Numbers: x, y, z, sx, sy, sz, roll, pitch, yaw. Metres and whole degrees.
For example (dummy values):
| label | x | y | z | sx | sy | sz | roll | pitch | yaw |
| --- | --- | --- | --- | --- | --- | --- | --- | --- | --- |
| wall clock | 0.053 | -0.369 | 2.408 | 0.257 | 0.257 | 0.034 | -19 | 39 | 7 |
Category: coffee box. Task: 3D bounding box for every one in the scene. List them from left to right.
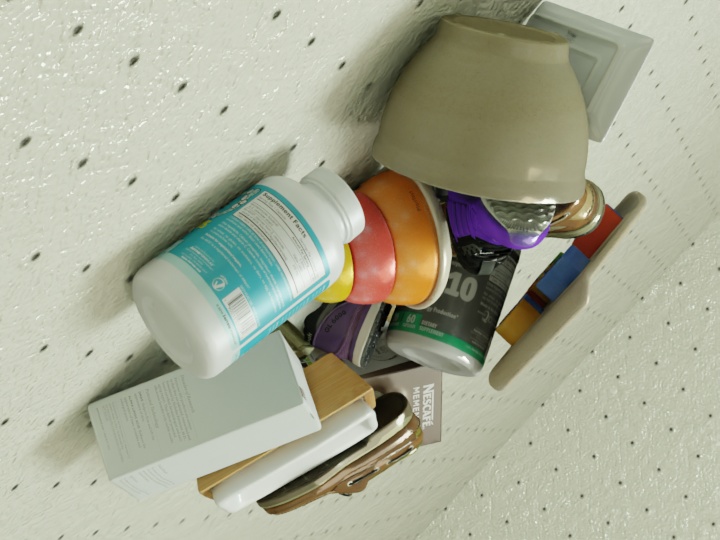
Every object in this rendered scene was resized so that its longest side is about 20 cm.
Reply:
| label | x | y | z | sx | sy | sz | roll | pitch | yaw |
| --- | --- | --- | --- | --- | --- | --- | --- | --- | --- |
| coffee box | -0.012 | 0.147 | 1.750 | 0.198 | 0.080 | 0.116 | -12 | 122 | -17 |

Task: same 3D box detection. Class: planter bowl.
| label | x | y | z | sx | sy | sz | roll | pitch | yaw |
| --- | --- | --- | --- | --- | --- | --- | --- | --- | --- |
| planter bowl | 0.118 | -0.153 | 1.401 | 0.200 | 0.198 | 0.136 | -19 | 123 | -57 |

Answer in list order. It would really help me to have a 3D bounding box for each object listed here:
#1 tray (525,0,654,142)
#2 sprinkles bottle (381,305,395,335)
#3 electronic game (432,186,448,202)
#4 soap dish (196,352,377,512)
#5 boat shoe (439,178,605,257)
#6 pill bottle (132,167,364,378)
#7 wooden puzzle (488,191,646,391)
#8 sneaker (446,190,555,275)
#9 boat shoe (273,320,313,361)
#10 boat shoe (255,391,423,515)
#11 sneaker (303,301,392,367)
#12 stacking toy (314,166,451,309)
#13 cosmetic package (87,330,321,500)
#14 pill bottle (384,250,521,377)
| label | x | y | z | sx | sy | sz | roll | pitch | yaw |
| --- | --- | --- | --- | --- | --- | --- | --- | --- | --- |
| tray | 0.197 | -0.197 | 1.494 | 0.022 | 0.200 | 0.108 | 24 | 97 | -31 |
| sprinkles bottle | -0.016 | 0.078 | 1.800 | 0.200 | 0.068 | 0.068 | -48 | 164 | 8 |
| electronic game | 0.154 | -0.141 | 1.603 | 0.199 | 0.042 | 0.200 | -37 | -163 | 13 |
| soap dish | -0.079 | 0.167 | 1.598 | 0.199 | 0.082 | 0.157 | -31 | 169 | -4 |
| boat shoe | 0.146 | -0.064 | 1.580 | 0.198 | 0.077 | 0.074 | -12 | 163 | 25 |
| pill bottle | -0.090 | -0.006 | 1.334 | 0.199 | 0.111 | 0.111 | -38 | 162 | -25 |
| wooden puzzle | 0.210 | 0.013 | 1.641 | 0.186 | 0.046 | 0.200 | -51 | 180 | 43 |
| sneaker | 0.125 | -0.038 | 1.443 | 0.200 | 0.069 | 0.101 | -118 | -145 | -68 |
| boat shoe | -0.106 | 0.084 | 1.579 | 0.068 | 0.075 | 0.200 | -47 | 162 | 5 |
| boat shoe | -0.019 | 0.216 | 1.691 | 0.199 | 0.072 | 0.068 | -30 | 122 | -4 |
| sneaker | 0.000 | 0.000 | 1.666 | 0.076 | 0.087 | 0.201 | 93 | 19 | -58 |
| stacking toy | -0.024 | -0.018 | 1.513 | 0.198 | 0.147 | 0.147 | -13 | 150 | -27 |
| cosmetic package | -0.145 | 0.140 | 1.476 | 0.198 | 0.082 | 0.113 | -22 | 161 | -2 |
| pill bottle | 0.108 | 0.004 | 1.684 | 0.113 | 0.112 | 0.202 | 67 | 41 | -73 |
